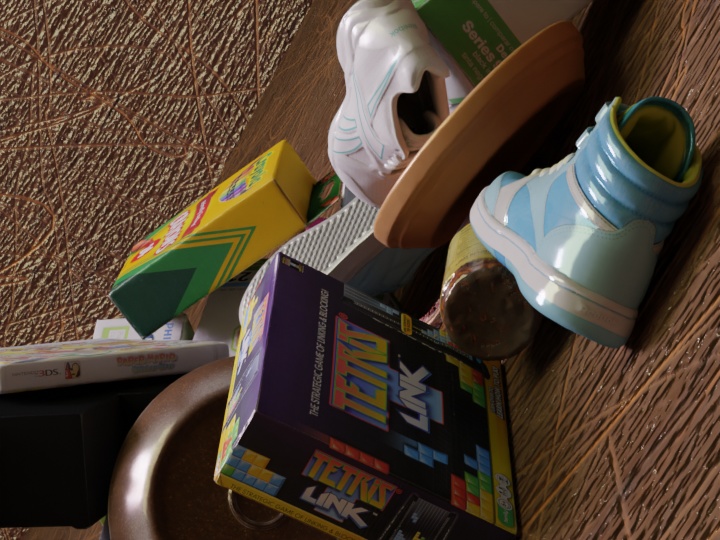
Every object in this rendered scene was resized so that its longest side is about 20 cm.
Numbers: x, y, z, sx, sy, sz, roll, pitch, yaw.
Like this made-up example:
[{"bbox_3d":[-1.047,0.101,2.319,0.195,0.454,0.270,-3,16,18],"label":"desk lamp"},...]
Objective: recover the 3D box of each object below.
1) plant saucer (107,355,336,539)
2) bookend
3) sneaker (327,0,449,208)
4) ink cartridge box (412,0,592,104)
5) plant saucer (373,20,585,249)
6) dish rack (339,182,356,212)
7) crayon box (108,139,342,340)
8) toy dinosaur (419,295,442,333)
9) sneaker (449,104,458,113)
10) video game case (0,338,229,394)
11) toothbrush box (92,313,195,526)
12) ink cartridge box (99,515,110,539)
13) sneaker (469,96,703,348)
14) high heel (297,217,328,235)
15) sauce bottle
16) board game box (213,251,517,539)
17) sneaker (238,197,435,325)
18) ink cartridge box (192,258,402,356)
[{"bbox_3d":[-0.063,0.147,1.095,0.037,0.199,0.201,95,-162,-73],"label":"plant saucer"},{"bbox_3d":[-0.163,0.129,1.185,0.199,0.199,0.093,-31,-62,-81],"label":"bookend"},{"bbox_3d":[0.023,-0.098,1.187,0.070,0.080,0.201,-26,-32,-16],"label":"sneaker"},{"bbox_3d":[0.117,-0.215,1.246,0.200,0.084,0.146,-42,11,-7],"label":"ink cartridge box"},{"bbox_3d":[0.090,-0.085,1.190,0.200,0.037,0.200,-46,-9,-10],"label":"plant saucer"},{"bbox_3d":[0.019,-0.137,1.405,0.172,0.043,0.201,-65,-18,-79],"label":"dish rack"},{"bbox_3d":[-0.105,-0.036,1.402,0.200,0.051,0.127,-34,14,11],"label":"crayon box"},{"bbox_3d":[0.019,0.067,1.229,0.181,0.199,0.106,-7,-90,-61],"label":"toy dinosaur"},{"bbox_3d":[0.063,-0.108,1.380,0.116,0.074,0.200,-50,7,-20],"label":"sneaker"},{"bbox_3d":[-0.224,0.068,1.275,0.200,0.181,0.023,-1,93,54],"label":"video game case"},{"bbox_3d":[-0.168,0.156,1.460,0.200,0.086,0.146,74,-163,-49],"label":"toothbrush box"},{"bbox_3d":[-0.113,0.229,1.219,0.200,0.144,0.088,-94,-1,-73],"label":"ink cartridge box"},{"bbox_3d":[0.133,-0.048,0.978,0.131,0.079,0.200,-62,21,13],"label":"sneaker"},{"bbox_3d":[-0.038,0.044,1.485,0.067,0.096,0.201,-51,16,46],"label":"high heel"},{"bbox_3d":[0.087,-0.002,1.108,0.066,0.066,0.200,-59,2,17],"label":"sauce bottle"},{"bbox_3d":[0.006,0.085,1.021,0.057,0.165,0.200,-58,13,23],"label":"board game box"},{"bbox_3d":[0.000,0.000,1.325,0.200,0.082,0.074,-35,36,17],"label":"sneaker"},{"bbox_3d":[-0.066,0.091,1.381,0.147,0.076,0.201,-3,52,30],"label":"ink cartridge box"}]
